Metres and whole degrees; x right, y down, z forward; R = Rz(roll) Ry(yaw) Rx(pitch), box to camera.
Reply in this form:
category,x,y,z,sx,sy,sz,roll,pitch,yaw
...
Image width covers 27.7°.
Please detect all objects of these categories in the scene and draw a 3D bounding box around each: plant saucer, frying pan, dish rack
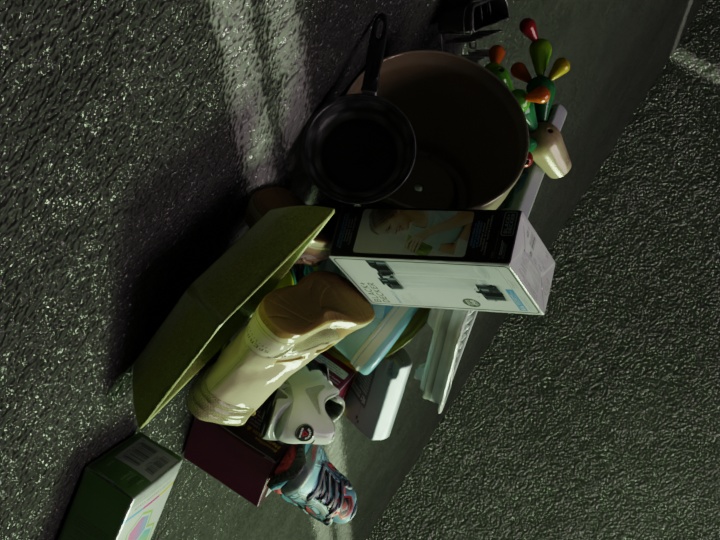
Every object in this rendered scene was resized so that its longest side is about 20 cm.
category,x,y,z,sx,sy,sz,roll,pitch,yaw
plant saucer,-0.130,0.030,1.353,0.200,0.048,0.200,-47,178,-45
frying pan,-0.009,-0.155,1.458,0.031,0.114,0.192,80,-3,-74
dish rack,0.109,0.040,1.633,0.172,0.043,0.201,99,12,-48
dish rack,0.137,-0.220,1.736,0.153,0.054,0.202,-34,122,-63

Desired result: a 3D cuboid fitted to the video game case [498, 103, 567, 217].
category,x,y,z,sx,sy,sz,roll,pitch,yaw
video game case,0.155,-0.102,1.786,0.182,0.022,0.201,-14,-135,50

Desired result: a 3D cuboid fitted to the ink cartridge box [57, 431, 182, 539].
category,x,y,z,sx,sy,sz,roll,pitch,yaw
ink cartridge box,-0.256,0.270,1.459,0.201,0.059,0.104,-65,167,22

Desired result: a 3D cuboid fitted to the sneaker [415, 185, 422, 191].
category,x,y,z,sx,sy,sz,roll,pitch,yaw
sneaker,0.079,-0.109,1.906,0.081,0.076,0.201,86,28,-56

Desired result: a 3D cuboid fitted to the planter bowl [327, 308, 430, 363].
category,x,y,z,sx,sy,sz,roll,pitch,yaw
planter bowl,0.000,0.000,1.699,0.083,0.200,0.201,36,83,-40

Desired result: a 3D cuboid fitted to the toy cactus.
category,x,y,z,sx,sy,sz,roll,pitch,yaw
toy cactus,0.200,-0.177,1.667,0.165,0.102,0.201,51,37,-34

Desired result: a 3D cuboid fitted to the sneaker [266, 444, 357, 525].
category,x,y,z,sx,sy,sz,roll,pitch,yaw
sneaker,-0.041,0.238,1.631,0.080,0.095,0.200,-56,169,-9

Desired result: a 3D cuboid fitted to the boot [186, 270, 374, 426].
category,x,y,z,sx,sy,sz,roll,pitch,yaw
boot,-0.080,0.082,1.487,0.156,0.073,0.200,-49,166,25

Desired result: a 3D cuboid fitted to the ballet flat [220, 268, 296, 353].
category,x,y,z,sx,sy,sz,roll,pitch,yaw
ballet flat,-0.119,0.076,1.555,0.067,0.067,0.201,-32,152,-44

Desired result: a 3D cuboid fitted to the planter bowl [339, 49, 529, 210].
category,x,y,z,sx,sy,sz,roll,pitch,yaw
planter bowl,0.070,-0.113,1.554,0.201,0.199,0.135,-53,168,-27

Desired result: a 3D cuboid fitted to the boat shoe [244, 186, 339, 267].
category,x,y,z,sx,sy,sz,roll,pitch,yaw
boat shoe,-0.069,-0.033,1.480,0.064,0.072,0.200,-41,160,15

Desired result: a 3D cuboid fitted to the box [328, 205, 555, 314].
category,x,y,z,sx,sy,sz,roll,pitch,yaw
box,0.082,-0.011,1.463,0.117,0.198,0.061,49,51,-54

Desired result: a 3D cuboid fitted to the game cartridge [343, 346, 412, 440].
category,x,y,z,sx,sy,sz,roll,pitch,yaw
game cartridge,-0.006,0.105,1.782,0.040,0.200,0.134,-2,127,-31

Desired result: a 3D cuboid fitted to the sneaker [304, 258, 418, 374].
category,x,y,z,sx,sy,sz,roll,pitch,yaw
sneaker,0.015,-0.001,1.599,0.201,0.130,0.080,-53,176,-19

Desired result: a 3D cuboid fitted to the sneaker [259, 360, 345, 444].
category,x,y,z,sx,sy,sz,roll,pitch,yaw
sneaker,-0.063,0.135,1.599,0.200,0.088,0.075,-97,-154,-63

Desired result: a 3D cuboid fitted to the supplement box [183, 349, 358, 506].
category,x,y,z,sx,sy,sz,roll,pitch,yaw
supplement box,-0.102,0.164,1.703,0.200,0.110,0.086,-45,163,-47
